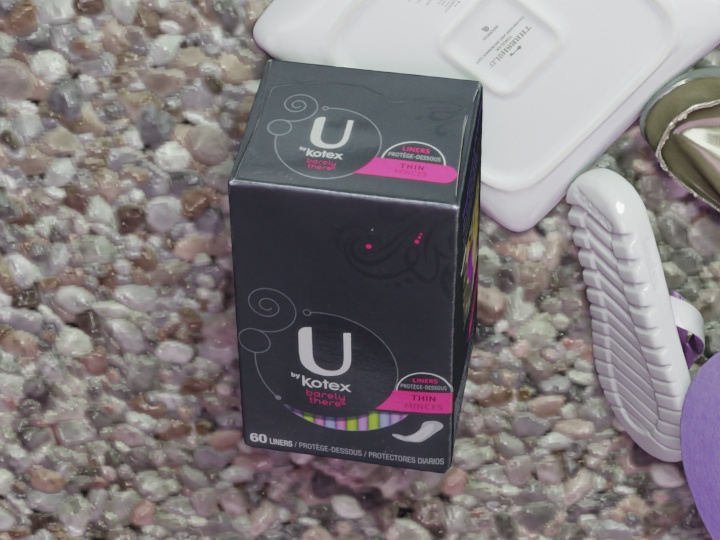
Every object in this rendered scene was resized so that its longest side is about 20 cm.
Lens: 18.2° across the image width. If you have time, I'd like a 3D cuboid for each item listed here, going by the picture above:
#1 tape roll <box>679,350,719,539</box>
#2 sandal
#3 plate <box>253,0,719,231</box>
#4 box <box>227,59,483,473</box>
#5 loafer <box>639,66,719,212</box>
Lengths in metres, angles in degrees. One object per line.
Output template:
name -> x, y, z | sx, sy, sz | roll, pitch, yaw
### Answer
tape roll -> 0.269, 0.112, 1.210 | 0.200, 0.066, 0.201 | 32, 137, 34
sandal -> 0.167, 0.027, 1.271 | 0.050, 0.082, 0.203 | -30, 129, -18
plate -> 0.074, -0.128, 1.191 | 0.200, 0.032, 0.200 | 35, 120, -18
box -> 0.000, 0.000, 1.216 | 0.122, 0.106, 0.200 | 6, 133, 8
loafer -> 0.241, -0.041, 1.210 | 0.199, 0.070, 0.075 | 26, 122, -14
